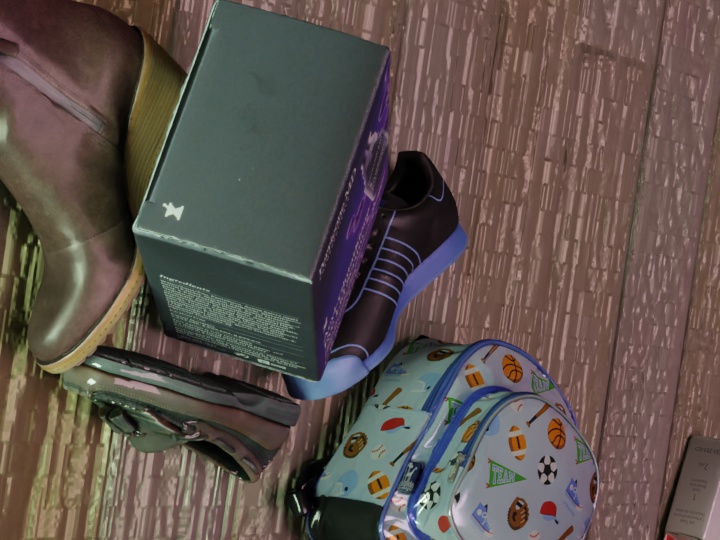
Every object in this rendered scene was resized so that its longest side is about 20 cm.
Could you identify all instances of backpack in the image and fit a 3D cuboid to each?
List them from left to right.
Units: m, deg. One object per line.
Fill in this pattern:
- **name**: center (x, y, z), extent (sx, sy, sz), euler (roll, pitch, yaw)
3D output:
- **backpack**: center (0.072, 0.142, 1.415), extent (0.200, 0.154, 0.191), euler (49, 49, -39)

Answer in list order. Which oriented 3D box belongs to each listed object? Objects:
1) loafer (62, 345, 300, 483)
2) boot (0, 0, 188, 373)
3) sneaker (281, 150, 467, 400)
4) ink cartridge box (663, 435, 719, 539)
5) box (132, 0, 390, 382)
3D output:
- **loafer**: center (-0.109, 0.092, 1.245), extent (0.200, 0.072, 0.063), euler (19, 91, -53)
- **boot**: center (-0.187, -0.060, 1.141), extent (0.166, 0.072, 0.200), euler (29, 78, -35)
- **sneaker**: center (0.000, 0.000, 1.362), extent (0.200, 0.070, 0.078), euler (-51, 128, -40)
- **ink cartridge box**: center (0.329, 0.263, 1.820), extent (0.200, 0.045, 0.176), euler (36, 68, -47)
- **box**: center (-0.052, -0.040, 1.183), extent (0.200, 0.104, 0.148), euler (89, 18, -72)
